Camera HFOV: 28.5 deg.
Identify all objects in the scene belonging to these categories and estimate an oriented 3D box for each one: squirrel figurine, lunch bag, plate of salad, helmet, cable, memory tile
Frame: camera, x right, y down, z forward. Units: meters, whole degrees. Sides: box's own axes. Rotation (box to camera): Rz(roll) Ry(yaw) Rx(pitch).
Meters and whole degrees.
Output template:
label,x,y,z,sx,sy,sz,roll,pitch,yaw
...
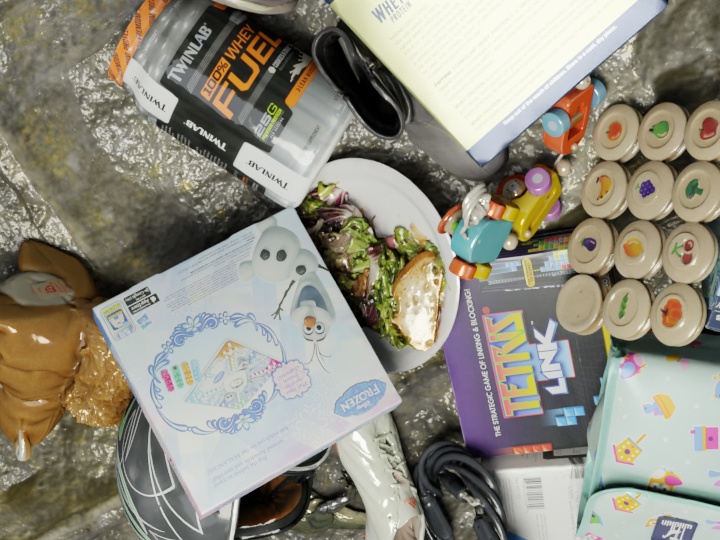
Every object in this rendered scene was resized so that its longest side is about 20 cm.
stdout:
label,x,y,z,sx,sy,sz,roll,pitch,yaw
squirrel figurine,-0.292,0.100,1.369,0.198,0.142,0.188,18,123,6
lunch bag,0.279,0.159,1.222,0.168,0.122,0.202,9,108,5
plate of salad,0.000,0.000,1.277,0.199,0.048,0.202,14,114,33
helmet,-0.134,0.176,1.311,0.189,0.200,0.202,-22,115,-26
cable,0.090,0.256,1.350,0.164,0.050,0.201,61,157,23
memory tile,0.234,-0.041,1.166,0.153,0.017,0.202,7,83,51

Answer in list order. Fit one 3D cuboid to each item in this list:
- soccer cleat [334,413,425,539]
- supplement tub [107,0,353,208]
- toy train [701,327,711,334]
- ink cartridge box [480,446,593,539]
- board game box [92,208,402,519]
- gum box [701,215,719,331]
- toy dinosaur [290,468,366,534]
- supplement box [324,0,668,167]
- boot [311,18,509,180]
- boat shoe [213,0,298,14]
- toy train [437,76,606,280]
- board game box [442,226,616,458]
label,x,y,z,sx,sy,sz,roll,pitch,yaw
soccer cleat,0.026,0.208,1.361,0.077,0.069,0.202,3,107,58
supplement tub,-0.109,-0.153,1.221,0.199,0.123,0.123,31,116,-3
toy train,0.328,0.105,1.285,0.034,0.046,0.201,-25,106,21
ink cartridge box,0.219,0.217,1.345,0.198,0.068,0.117,-5,113,12
board game box,-0.098,0.077,1.226,0.199,0.043,0.200,-27,79,-14
gum box,0.319,-0.074,1.139,0.044,0.170,0.202,12,116,5
toy dinosaur,-0.041,0.234,1.426,0.198,0.048,0.089,8,119,5
supplement box,0.107,-0.235,1.131,0.200,0.134,0.200,45,115,-10
boot,0.039,-0.132,1.193,0.200,0.132,0.070,42,115,-8
boat shoe,-0.136,-0.285,1.196,0.199,0.075,0.074,28,117,-3
toy train,0.127,-0.083,1.196,0.055,0.200,0.151,31,144,26
board game box,0.160,0.067,1.300,0.164,0.057,0.202,-9,111,14
